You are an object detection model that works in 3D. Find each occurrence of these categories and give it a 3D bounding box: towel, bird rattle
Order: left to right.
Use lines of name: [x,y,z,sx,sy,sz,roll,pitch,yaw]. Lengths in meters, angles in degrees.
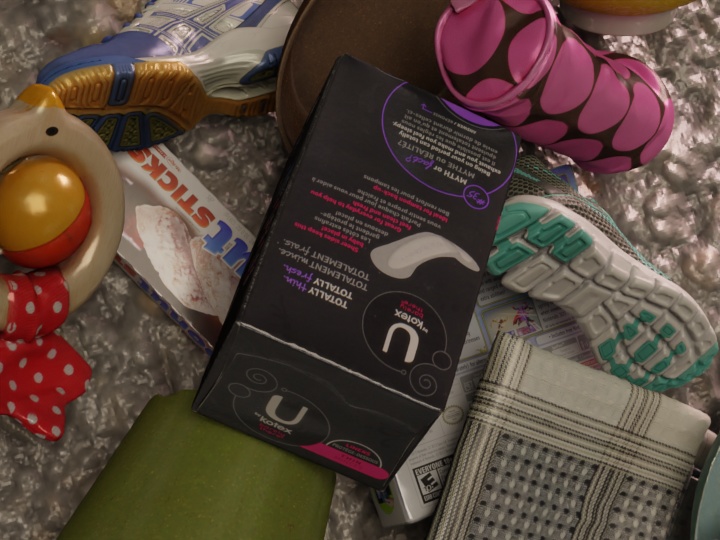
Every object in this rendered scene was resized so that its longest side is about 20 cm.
bird rattle: [-0.195,-0.011,0.961,0.163,0.112,0.200,-48,124,-21]
towel: [0.132,0.158,1.044,0.199,0.034,0.194,24,83,-30]

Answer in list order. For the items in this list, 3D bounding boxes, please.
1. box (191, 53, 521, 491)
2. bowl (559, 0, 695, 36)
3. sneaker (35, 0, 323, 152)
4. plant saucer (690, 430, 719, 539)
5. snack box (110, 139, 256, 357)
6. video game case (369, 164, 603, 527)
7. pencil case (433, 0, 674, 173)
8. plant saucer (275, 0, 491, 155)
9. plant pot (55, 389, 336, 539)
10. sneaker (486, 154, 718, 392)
box: [0.000,0.000,0.950,0.122,0.106,0.201,24,53,-6]
bowl: [0.176,-0.222,1.124,0.199,0.200,0.108,-13,126,-18]
sneaker: [-0.120,-0.134,1.049,0.199,0.075,0.088,-14,63,-36]
plant saucer: [0.271,0.146,1.099,0.200,0.039,0.203,-11,109,-37]
snack box: [-0.094,0.002,1.058,0.200,0.024,0.072,45,68,-3]
video game case: [0.075,0.045,1.076,0.199,0.045,0.182,-17,86,-27]
pencil case: [0.119,-0.120,1.049,0.090,0.200,0.094,-25,69,23]
plant saucer: [0.026,-0.143,1.059,0.199,0.201,0.037,-26,50,-19]
plant pot: [-0.101,0.177,0.955,0.199,0.200,0.191,27,60,-9]
sneaker: [0.152,-0.003,1.058,0.200,0.077,0.092,41,27,-29]
